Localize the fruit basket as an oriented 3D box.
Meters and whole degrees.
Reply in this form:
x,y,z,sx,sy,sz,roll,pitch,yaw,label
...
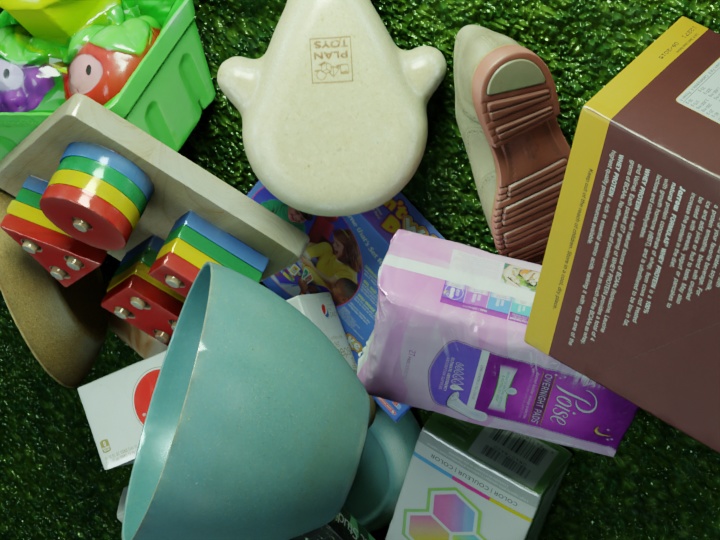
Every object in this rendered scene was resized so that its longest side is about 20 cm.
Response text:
x,y,z,sx,sy,sz,roll,pitch,yaw,label
-0.225,-0.178,1.724,0.214,0.156,0.216,22,148,15,fruit basket

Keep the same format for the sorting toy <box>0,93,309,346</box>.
x,y,z,sx,sy,sz,roll,pitch,yaw,label
-0.168,-0.025,1.704,0.198,0.070,0.200,32,157,-15,sorting toy

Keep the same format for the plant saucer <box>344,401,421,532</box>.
x,y,z,sx,sy,sz,roll,pitch,yaw,label
-0.045,0.141,1.837,0.199,0.027,0.201,12,131,14,plant saucer

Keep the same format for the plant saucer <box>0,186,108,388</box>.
x,y,z,sx,sy,sz,roll,pitch,yaw,label
-0.245,-0.007,1.847,0.035,0.200,0.201,-19,110,9,plant saucer

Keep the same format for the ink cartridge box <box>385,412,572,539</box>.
x,y,z,sx,sy,sz,roll,pitch,yaw,label
0.082,0.194,1.781,0.103,0.059,0.201,30,135,14,ink cartridge box

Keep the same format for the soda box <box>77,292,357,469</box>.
x,y,z,sx,sy,sz,roll,pitch,yaw,label
-0.106,0.082,1.725,0.199,0.064,0.069,-23,83,21,soda box

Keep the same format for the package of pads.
x,y,z,sx,sy,sz,roll,pitch,yaw,label
0.101,0.052,1.596,0.199,0.076,0.121,15,143,2,package of pads

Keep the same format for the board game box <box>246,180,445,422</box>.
x,y,z,sx,sy,sz,roll,pitch,yaw,label
0.000,0.000,1.724,0.200,0.045,0.134,47,138,3,board game box

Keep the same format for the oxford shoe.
x,y,z,sx,sy,sz,roll,pitch,yaw,label
0.105,-0.079,1.580,0.075,0.070,0.201,-128,22,-50,oxford shoe

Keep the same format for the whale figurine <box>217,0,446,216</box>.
x,y,z,sx,sy,sz,roll,pitch,yaw,label
-0.020,-0.141,1.610,0.158,0.104,0.202,-5,100,1,whale figurine

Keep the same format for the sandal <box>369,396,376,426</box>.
x,y,z,sx,sy,sz,roll,pitch,yaw,label
-0.082,0.122,1.782,0.199,0.054,0.081,-11,122,29,sandal

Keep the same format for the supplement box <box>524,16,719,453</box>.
x,y,z,sx,sy,sz,roll,pitch,yaw,label
0.235,-0.011,1.454,0.199,0.133,0.198,29,134,21,supplement box

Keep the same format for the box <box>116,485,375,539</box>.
x,y,z,sx,sy,sz,roll,pitch,yaw,label
-0.073,0.216,1.809,0.144,0.036,0.200,-25,125,29,box

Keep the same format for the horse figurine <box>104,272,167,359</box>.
x,y,z,sx,sy,sz,roll,pitch,yaw,label
-0.134,0.068,1.883,0.200,0.050,0.132,51,131,3,horse figurine

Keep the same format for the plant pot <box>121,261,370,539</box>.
x,y,z,sx,sy,sz,roll,pitch,yaw,label
-0.071,0.110,1.593,0.134,0.201,0.201,18,137,-10,plant pot
